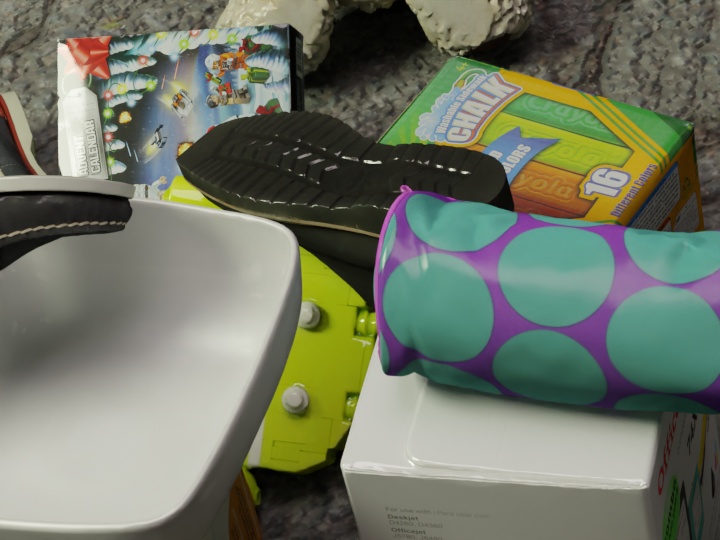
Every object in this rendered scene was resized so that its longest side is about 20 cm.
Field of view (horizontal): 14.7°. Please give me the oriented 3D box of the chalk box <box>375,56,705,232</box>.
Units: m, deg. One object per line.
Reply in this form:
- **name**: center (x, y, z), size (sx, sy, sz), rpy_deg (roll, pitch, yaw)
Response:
- **chalk box**: center (0.073, -0.025, 1.522), size (0.199, 0.124, 0.125), rpy_deg (18, 52, 28)

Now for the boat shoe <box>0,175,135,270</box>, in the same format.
- **boat shoe**: center (-0.203, -0.011, 1.305), size (0.199, 0.074, 0.061), rpy_deg (-5, 85, -8)

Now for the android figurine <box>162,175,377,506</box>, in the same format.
- **android figurine**: center (-0.073, 0.043, 1.501), size (0.199, 0.041, 0.183), rpy_deg (8, 85, 12)

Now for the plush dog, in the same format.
- **plush dog**: center (0.003, -0.216, 1.727), size (0.199, 0.161, 0.172), rpy_deg (-9, 19, 3)

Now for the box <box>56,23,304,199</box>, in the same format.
- **box**: center (-0.099, -0.033, 1.555), size (0.136, 0.040, 0.201), rpy_deg (-3, 83, 12)

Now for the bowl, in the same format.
- **bowl**: center (-0.132, 0.061, 1.308), size (0.199, 0.075, 0.200), rpy_deg (7, 49, 21)

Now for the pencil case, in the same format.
- **pencil case**: center (0.105, 0.012, 1.227), size (0.199, 0.085, 0.093), rpy_deg (5, 64, 16)

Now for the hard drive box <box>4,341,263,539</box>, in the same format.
- **hard drive box**: center (-0.119, 0.161, 1.372), size (0.076, 0.156, 0.201), rpy_deg (2, 48, 15)

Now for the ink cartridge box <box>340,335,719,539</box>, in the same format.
- **ink cartridge box**: center (0.089, 0.106, 1.339), size (0.145, 0.200, 0.147), rpy_deg (3, 48, 17)

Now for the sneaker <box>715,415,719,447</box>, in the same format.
- **sneaker**: center (0.183, 0.056, 1.434), size (0.199, 0.072, 0.073), rpy_deg (6, 43, -10)

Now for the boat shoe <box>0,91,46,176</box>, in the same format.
- **boat shoe**: center (-0.212, -0.037, 1.640), size (0.062, 0.071, 0.200), rpy_deg (-12, 40, -13)

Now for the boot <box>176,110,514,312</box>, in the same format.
- **boot**: center (0.000, 0.000, 1.447), size (0.199, 0.139, 0.077), rpy_deg (17, 48, 39)
